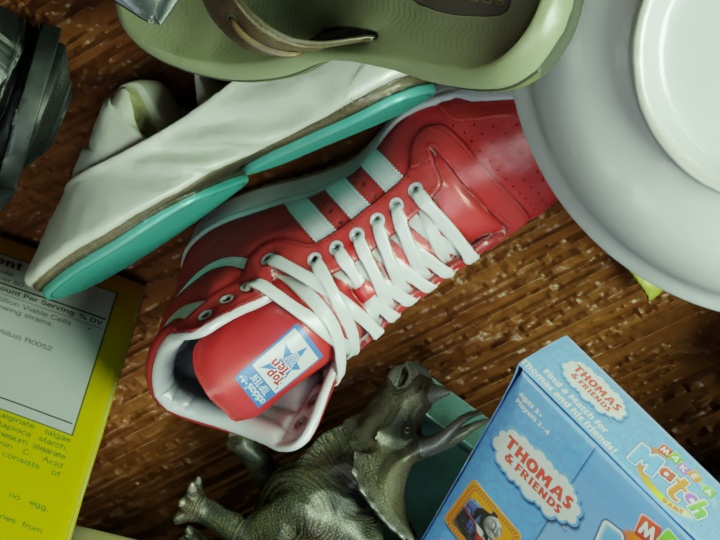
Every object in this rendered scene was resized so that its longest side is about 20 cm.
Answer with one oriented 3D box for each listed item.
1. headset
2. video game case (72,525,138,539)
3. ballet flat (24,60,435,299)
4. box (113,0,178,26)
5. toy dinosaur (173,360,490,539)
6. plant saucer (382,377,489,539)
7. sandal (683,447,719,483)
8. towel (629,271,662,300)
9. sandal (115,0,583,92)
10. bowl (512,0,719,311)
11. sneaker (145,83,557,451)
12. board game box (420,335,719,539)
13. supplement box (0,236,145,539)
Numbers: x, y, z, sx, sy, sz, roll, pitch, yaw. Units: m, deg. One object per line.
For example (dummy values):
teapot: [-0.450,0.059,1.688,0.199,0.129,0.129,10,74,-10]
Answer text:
headset: [-0.160,-0.080,0.923,0.123,0.094,0.200,40,113,-22]
video game case: [-0.055,0.182,1.090,0.182,0.023,0.199,49,155,-27]
ballet flat: [-0.059,-0.056,0.951,0.199,0.070,0.069,-28,119,28]
box: [-0.109,-0.200,0.805,0.199,0.046,0.160,32,95,-16]
toy dinosaur: [-0.026,0.126,1.056,0.102,0.077,0.201,25,123,11]
plant saucer: [-0.010,0.122,1.109,0.070,0.019,0.200,35,124,-18]
sandal: [0.173,0.105,1.040,0.200,0.048,0.075,36,160,-7]
towel: [0.089,-0.074,0.937,0.086,0.018,0.200,-27,120,28]
sandal: [-0.013,-0.106,0.857,0.200,0.081,0.057,7,179,40]
bowl: [0.142,-0.074,0.827,0.199,0.090,0.203,2,100,12]
sneaker: [0.000,0.000,0.938,0.199,0.113,0.071,-26,117,33]
board game box: [0.087,0.146,0.985,0.151,0.036,0.201,45,136,19]
supplement box: [-0.169,0.087,0.989,0.108,0.201,0.110,20,129,-7]
